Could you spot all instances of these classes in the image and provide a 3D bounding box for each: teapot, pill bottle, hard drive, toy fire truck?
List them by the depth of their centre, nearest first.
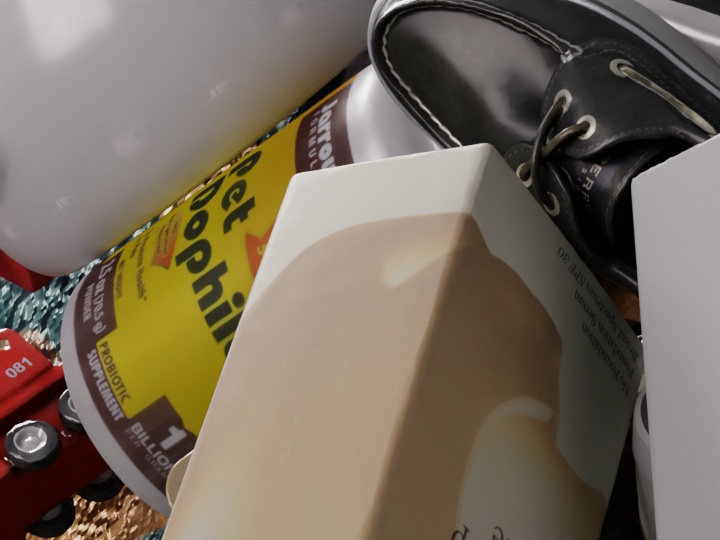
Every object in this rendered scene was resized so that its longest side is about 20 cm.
[{"bbox_3d":[0.105,0.066,0.735,0.132,0.026,0.201,151,118,-73],"label":"hard drive"},{"bbox_3d":[0.000,0.000,1.014,0.200,0.109,0.109,-35,46,29],"label":"pill bottle"},{"bbox_3d":[-0.087,-0.106,1.094,0.197,0.146,0.200,-36,6,13],"label":"teapot"},{"bbox_3d":[-0.154,0.043,1.144,0.200,0.049,0.141,-35,54,-25],"label":"toy fire truck"}]

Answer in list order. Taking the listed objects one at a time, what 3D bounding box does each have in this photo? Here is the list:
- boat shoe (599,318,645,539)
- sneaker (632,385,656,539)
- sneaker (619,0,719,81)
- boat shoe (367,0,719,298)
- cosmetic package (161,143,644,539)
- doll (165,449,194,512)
[{"bbox_3d":[0.075,0.046,0.938,0.200,0.072,0.065,-42,47,31],"label":"boat shoe"},{"bbox_3d":[0.154,0.107,0.835,0.073,0.085,0.200,-26,48,-26],"label":"sneaker"},{"bbox_3d":[0.164,-0.048,0.897,0.200,0.112,0.073,23,118,21],"label":"sneaker"},{"bbox_3d":[0.079,-0.029,0.849,0.200,0.057,0.069,32,116,20],"label":"boat shoe"},{"bbox_3d":[0.007,0.076,0.807,0.071,0.105,0.200,-9,49,33],"label":"cosmetic package"},{"bbox_3d":[-0.040,0.103,0.984,0.136,0.048,0.200,-42,-13,-30],"label":"doll"}]
